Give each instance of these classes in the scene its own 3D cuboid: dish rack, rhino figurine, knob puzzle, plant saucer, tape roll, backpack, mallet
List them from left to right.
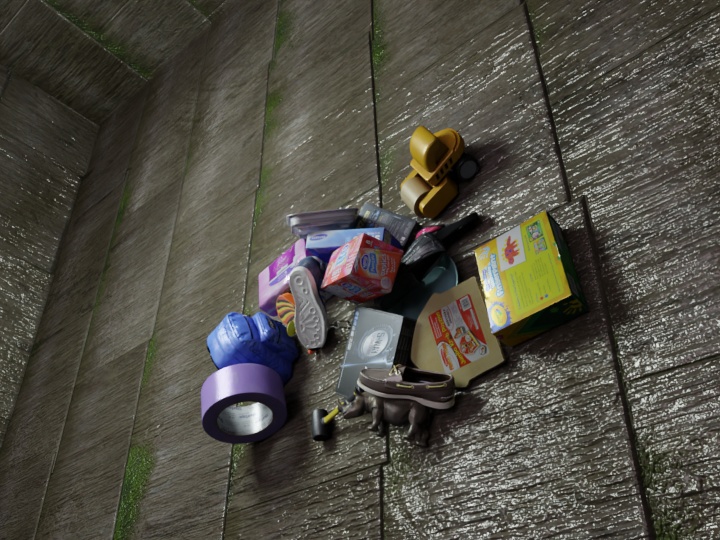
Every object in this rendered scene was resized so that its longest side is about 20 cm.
[{"bbox_3d":[-0.274,0.315,1.638,0.199,0.199,0.086,-39,40,21],"label":"tape roll"},{"bbox_3d":[-0.270,0.189,1.722,0.168,0.199,0.163,-51,38,7],"label":"backpack"},{"bbox_3d":[-0.091,-0.110,1.665,0.200,0.169,0.044,140,124,-83],"label":"dish rack"},{"bbox_3d":[-0.050,0.292,1.501,0.201,0.041,0.066,-52,35,35],"label":"mallet"},{"bbox_3d":[0.045,0.280,1.376,0.197,0.060,0.088,11,65,18],"label":"rhino figurine"},{"bbox_3d":[0.138,0.055,1.505,0.199,0.036,0.202,-28,46,33],"label":"plant saucer"},{"bbox_3d":[0.183,0.137,1.385,0.217,0.030,0.223,-9,77,40],"label":"knob puzzle"}]

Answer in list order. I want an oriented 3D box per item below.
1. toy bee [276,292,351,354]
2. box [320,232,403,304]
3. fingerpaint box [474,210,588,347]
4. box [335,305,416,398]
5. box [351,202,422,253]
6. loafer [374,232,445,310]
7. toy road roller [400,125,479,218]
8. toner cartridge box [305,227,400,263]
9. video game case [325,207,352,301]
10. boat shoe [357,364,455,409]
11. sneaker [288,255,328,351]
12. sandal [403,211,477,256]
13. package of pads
[{"bbox_3d":[-0.127,0.141,1.677,0.199,0.130,0.110,34,115,42],"label":"toy bee"},{"bbox_3d":[0.000,0.000,1.485,0.200,0.099,0.097,-27,42,66],"label":"box"},{"bbox_3d":[0.315,0.017,1.309,0.166,0.073,0.202,-31,44,28],"label":"fingerpaint box"},{"bbox_3d":[0.031,0.187,1.489,0.159,0.043,0.203,11,86,50],"label":"box"},{"bbox_3d":[0.035,-0.044,1.640,0.156,0.051,0.202,21,80,32],"label":"box"},{"bbox_3d":[0.104,0.011,1.488,0.201,0.068,0.071,-51,44,12],"label":"loafer"},{"bbox_3d":[0.157,-0.237,1.597,0.200,0.145,0.123,-49,38,10],"label":"toy road roller"},{"bbox_3d":[-0.016,-0.056,1.584,0.197,0.095,0.044,-1,68,28],"label":"toner cartridge box"},{"bbox_3d":[-0.078,-0.036,1.796,0.181,0.045,0.201,-42,40,20],"label":"video game case"},{"bbox_3d":[0.088,0.215,1.358,0.197,0.072,0.060,10,114,21],"label":"boat shoe"},{"bbox_3d":[-0.102,0.067,1.614,0.079,0.203,0.146,-8,14,18],"label":"sneaker"},{"bbox_3d":[0.166,-0.086,1.540,0.199,0.045,0.075,-32,-1,20],"label":"sandal"},{"bbox_3d":[-0.179,0.015,1.777,0.199,0.075,0.122,-38,42,28],"label":"package of pads"}]
